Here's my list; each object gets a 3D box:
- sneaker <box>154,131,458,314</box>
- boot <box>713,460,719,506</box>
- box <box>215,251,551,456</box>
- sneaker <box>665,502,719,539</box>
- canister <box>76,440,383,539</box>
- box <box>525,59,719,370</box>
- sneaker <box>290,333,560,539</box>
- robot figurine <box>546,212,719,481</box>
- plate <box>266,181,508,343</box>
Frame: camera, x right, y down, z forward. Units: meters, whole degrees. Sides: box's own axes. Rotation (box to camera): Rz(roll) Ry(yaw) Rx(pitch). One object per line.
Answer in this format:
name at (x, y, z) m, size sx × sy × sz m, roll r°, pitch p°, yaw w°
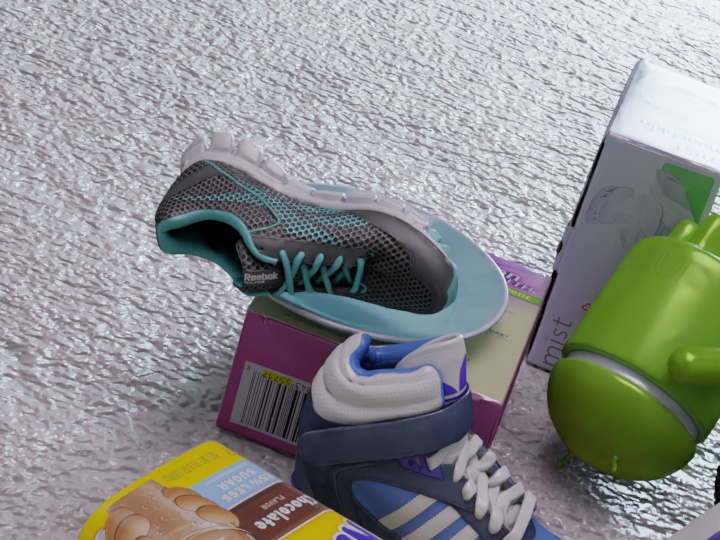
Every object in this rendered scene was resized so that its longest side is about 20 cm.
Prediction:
sneaker at (-0.039, -0.009, 1.162) m, size 0.200 × 0.078 × 0.091 m, roll 21°, pitch 44°, yaw 15°
boot at (0.290, 0.186, 1.186) m, size 0.131 × 0.068 × 0.200 m, roll 16°, pitch 46°, yaw 1°
box at (0.020, 0.054, 1.293) m, size 0.176 × 0.097 × 0.200 m, roll 20°, pitch 28°, yaw 6°
sneaker at (0.216, 0.215, 1.055) m, size 0.200 × 0.081 × 0.146 m, roll -25°, pitch 58°, yaw -18°
canister at (-0.043, 0.184, 1.030) m, size 0.200 × 0.087 × 0.149 m, roll 28°, pitch 29°, yaw 22°
box at (0.210, -0.035, 1.450) m, size 0.097 × 0.200 × 0.176 m, roll 20°, pitch 27°, yaw 6°
sneaker at (0.059, 0.114, 1.130) m, size 0.200 × 0.146 × 0.081 m, roll 21°, pitch 27°, yaw 9°
robot figurine at (0.206, 0.058, 1.299) m, size 0.116 × 0.200 × 0.175 m, roll 40°, pitch -17°, yaw -13°
plate at (0.000, 0.000, 1.249) m, size 0.200 × 0.026 × 0.200 m, roll 14°, pitch 27°, yaw -7°
